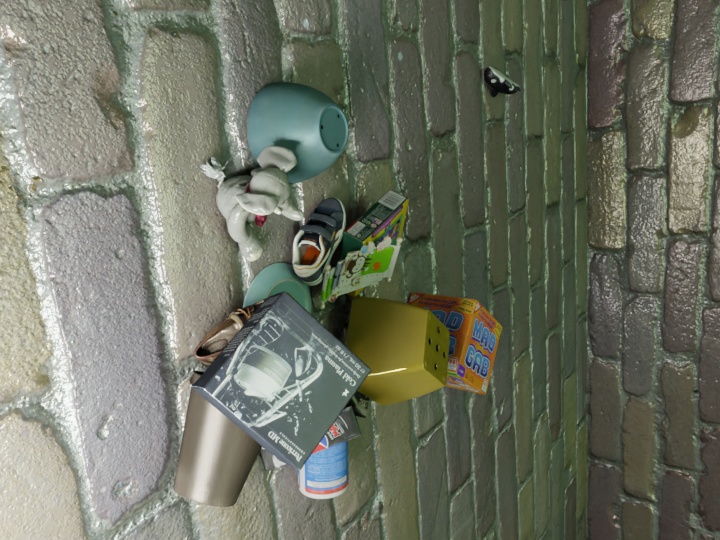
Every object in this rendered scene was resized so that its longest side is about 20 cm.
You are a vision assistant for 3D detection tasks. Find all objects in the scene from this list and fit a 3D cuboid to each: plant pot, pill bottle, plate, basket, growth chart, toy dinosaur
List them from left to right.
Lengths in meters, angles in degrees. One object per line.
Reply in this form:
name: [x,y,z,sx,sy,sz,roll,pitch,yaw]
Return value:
basket: [-0.241,0.297,1.054,0.180,0.136,0.201,23,79,-39]
plate: [-0.160,0.084,1.224,0.200,0.026,0.201,-7,98,-53]
plant pot: [-0.103,-0.272,1.168,0.200,0.134,0.201,-8,100,-53]
pill bottle: [-0.081,0.374,1.289,0.112,0.112,0.201,-11,104,-52]
toy dinosaur: [-0.036,0.140,1.383,0.088,0.047,0.201,14,86,-60]
growth chart: [0.000,0.000,1.289,0.199,0.018,0.145,-20,139,-23]
plant pot: [0.093,0.178,1.339,0.200,0.176,0.201,44,46,-49]

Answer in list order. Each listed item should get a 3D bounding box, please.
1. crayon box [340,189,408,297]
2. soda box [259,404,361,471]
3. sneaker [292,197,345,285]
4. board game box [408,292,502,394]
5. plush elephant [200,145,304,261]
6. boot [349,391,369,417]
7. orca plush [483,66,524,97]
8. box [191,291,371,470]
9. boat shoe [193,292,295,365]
crayon box: [0.027,-0.063,1.376,0.200,0.058,0.173,-45,156,-41]
soda box: [-0.104,0.329,1.190,0.199,0.071,0.064,-18,87,-12]
sneaker: [-0.086,-0.073,1.247,0.079,0.078,0.201,54,47,-63]
board game box: [0.238,0.197,1.625,0.200,0.199,0.200,39,63,-48]
plush elephant: [-0.172,-0.131,1.072,0.200,0.154,0.165,52,54,-43]
boot: [-0.010,0.244,1.394,0.204,0.073,0.154,62,44,-56]
orca plush: [0.452,-0.604,1.957,0.105,0.071,0.200,51,30,16]
box: [-0.127,0.175,0.969,0.200,0.124,0.197,43,68,-12]
boat shoe: [-0.202,0.101,1.050,0.072,0.200,0.072,61,-6,11]
